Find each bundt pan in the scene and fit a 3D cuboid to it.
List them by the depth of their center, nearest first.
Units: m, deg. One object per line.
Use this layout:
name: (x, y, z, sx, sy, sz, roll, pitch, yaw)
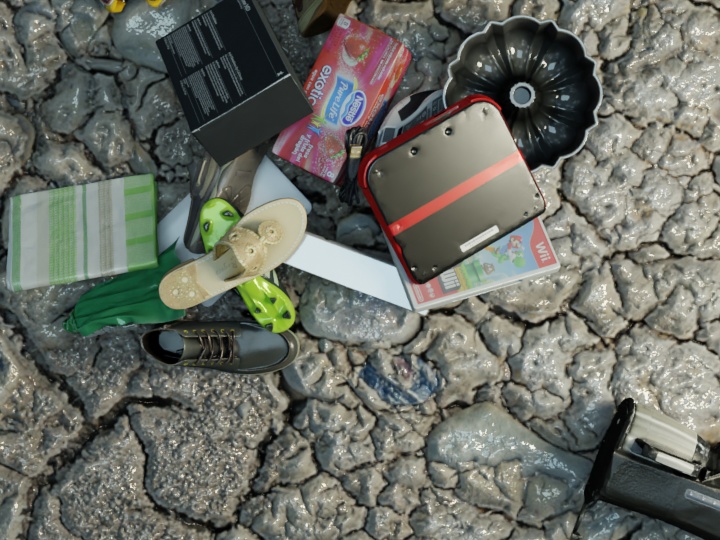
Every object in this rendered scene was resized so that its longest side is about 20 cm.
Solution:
bundt pan: (0.205, -0.221, 1.677, 0.202, 0.076, 0.202, 0, 92, 4)

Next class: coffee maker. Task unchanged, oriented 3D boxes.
coffee maker: (0.398, 0.281, 1.672, 0.200, 0.135, 0.192, 22, 117, 4)

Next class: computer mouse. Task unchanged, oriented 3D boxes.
computer mouse: (0.040, -0.172, 1.666, 0.044, 0.110, 0.200, 30, 50, 28)

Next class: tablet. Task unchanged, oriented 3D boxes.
tablet: (-0.177, -0.063, 1.745, 0.200, 0.014, 0.130, -43, 89, 4)

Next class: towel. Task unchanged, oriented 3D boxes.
towel: (-0.363, -0.048, 1.723, 0.200, 0.031, 0.149, -8, 60, 3)

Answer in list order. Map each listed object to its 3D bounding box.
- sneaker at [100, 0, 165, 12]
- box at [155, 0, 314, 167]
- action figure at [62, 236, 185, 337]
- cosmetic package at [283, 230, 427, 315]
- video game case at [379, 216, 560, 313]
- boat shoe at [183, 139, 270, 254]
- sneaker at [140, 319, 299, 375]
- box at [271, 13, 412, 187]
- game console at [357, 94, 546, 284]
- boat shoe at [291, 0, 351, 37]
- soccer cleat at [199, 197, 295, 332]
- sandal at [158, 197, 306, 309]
sneaker: (-0.253, -0.389, 1.712, 0.200, 0.078, 0.082, -12, 95, 14)
box: (-0.160, -0.246, 1.650, 0.141, 0.079, 0.200, -31, 48, 7)
action figure: (-0.311, 0.042, 1.727, 0.200, 0.055, 0.118, -20, 55, 21)
cosmetic package: (0.000, 0.000, 1.700, 0.200, 0.083, 0.051, 20, 94, 2)
video game case: (0.137, -0.038, 1.670, 0.200, 0.017, 0.143, -16, 70, -12)
boat shoe: (-0.184, -0.118, 1.710, 0.073, 0.074, 0.200, 33, 103, 31)
sneaker: (-0.183, 0.104, 1.705, 0.200, 0.106, 0.075, 2, 93, 4)
box: (-0.021, -0.214, 1.680, 0.095, 0.100, 0.200, 27, 94, 9)
game console: (0.112, -0.102, 1.616, 0.200, 0.031, 0.177, -30, 108, -6)
boat shoe: (-0.035, -0.370, 1.646, 0.072, 0.200, 0.072, -19, 79, -29)
soccer cleat: (-0.149, -0.008, 1.694, 0.067, 0.081, 0.200, -29, 107, 3)
sandal: (-0.154, -0.010, 1.614, 0.212, 0.070, 0.078, -31, 105, 4)
